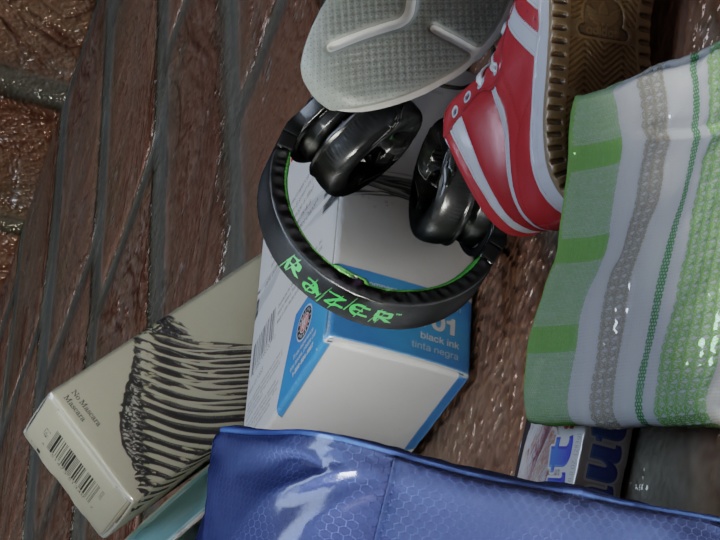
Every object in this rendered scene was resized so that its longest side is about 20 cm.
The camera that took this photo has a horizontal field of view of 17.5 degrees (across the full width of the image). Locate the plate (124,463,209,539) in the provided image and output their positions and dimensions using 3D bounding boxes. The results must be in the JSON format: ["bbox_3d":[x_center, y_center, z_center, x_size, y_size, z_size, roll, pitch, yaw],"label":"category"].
[{"bbox_3d":[-0.091,0.138,1.362,0.200,0.026,0.200,-41,-6,-6],"label":"plate"}]

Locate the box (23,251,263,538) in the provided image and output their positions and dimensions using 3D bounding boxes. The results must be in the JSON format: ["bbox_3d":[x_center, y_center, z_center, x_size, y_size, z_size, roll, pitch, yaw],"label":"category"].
[{"bbox_3d":[-0.088,0.062,1.338,0.200,0.082,0.068,-36,-7,-32],"label":"box"}]

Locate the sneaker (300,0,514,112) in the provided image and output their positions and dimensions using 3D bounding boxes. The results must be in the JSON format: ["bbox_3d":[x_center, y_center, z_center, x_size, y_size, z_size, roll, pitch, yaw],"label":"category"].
[{"bbox_3d":[0.053,-0.137,1.127,0.200,0.070,0.080,-40,-8,-15],"label":"sneaker"}]

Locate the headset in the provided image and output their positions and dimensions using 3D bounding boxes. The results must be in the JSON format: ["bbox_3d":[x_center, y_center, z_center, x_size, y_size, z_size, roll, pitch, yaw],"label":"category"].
[{"bbox_3d":[0.028,-0.065,1.166,0.201,0.123,0.094,-64,3,-38],"label":"headset"}]

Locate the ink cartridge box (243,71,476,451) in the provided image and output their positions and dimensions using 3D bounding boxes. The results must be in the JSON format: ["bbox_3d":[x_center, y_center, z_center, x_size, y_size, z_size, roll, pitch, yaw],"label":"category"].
[{"bbox_3d":[0.000,0.000,1.268,0.147,0.085,0.201,123,158,-51],"label":"ink cartridge box"}]

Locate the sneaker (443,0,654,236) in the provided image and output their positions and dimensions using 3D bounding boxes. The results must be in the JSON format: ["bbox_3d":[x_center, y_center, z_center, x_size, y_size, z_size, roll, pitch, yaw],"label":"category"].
[{"bbox_3d":[0.091,-0.112,1.058,0.112,0.071,0.202,152,129,-67],"label":"sneaker"}]

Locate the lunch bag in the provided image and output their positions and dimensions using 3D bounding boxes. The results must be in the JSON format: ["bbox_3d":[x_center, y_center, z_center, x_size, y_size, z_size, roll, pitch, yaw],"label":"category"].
[{"bbox_3d":[0.022,0.133,0.812,0.136,0.199,0.133,173,108,-69],"label":"lunch bag"}]

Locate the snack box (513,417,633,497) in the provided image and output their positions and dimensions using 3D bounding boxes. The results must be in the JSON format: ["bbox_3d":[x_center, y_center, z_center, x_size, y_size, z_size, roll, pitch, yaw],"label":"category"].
[{"bbox_3d":[0.085,0.090,0.969,0.072,0.024,0.202,166,118,-73],"label":"snack box"}]

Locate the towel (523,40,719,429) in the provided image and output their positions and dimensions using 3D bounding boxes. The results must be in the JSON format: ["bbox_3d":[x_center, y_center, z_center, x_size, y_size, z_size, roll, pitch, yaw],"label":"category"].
[{"bbox_3d":[0.119,-0.015,0.878,0.200,0.031,0.150,-13,63,66],"label":"towel"}]
